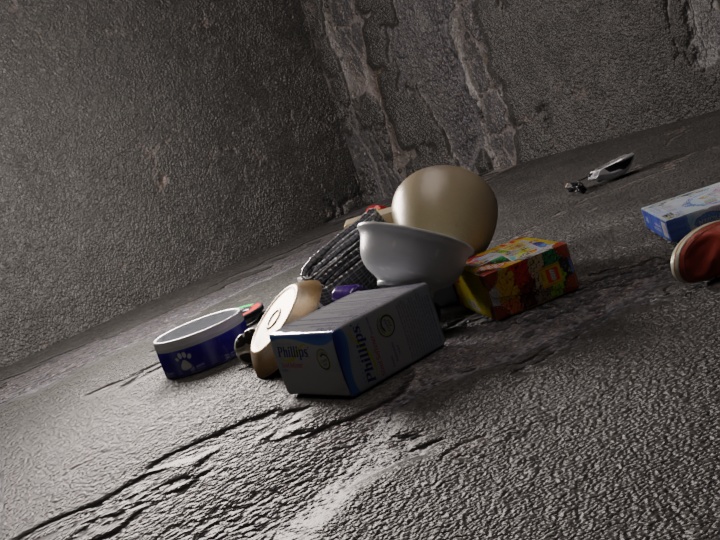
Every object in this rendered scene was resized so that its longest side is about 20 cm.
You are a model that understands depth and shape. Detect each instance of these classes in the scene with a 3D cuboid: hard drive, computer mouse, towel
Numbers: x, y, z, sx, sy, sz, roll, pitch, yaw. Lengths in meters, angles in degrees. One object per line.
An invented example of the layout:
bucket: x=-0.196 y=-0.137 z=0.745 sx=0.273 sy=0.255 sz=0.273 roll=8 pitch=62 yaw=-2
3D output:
hard drive: x=0.130 y=0.038 z=1.813 sx=0.198 sy=0.043 sz=0.134 roll=-13 pitch=10 yaw=41
computer mouse: x=0.631 y=-0.247 z=2.510 sx=0.198 sy=0.044 sz=0.110 roll=-27 pitch=4 yaw=-6
towel: x=0.000 y=0.000 z=1.847 sx=0.199 sy=0.086 sz=0.166 roll=-38 pitch=-34 yaw=0

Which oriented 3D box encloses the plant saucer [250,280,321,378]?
plant saucer: x=-0.142 y=0.094 z=1.719 sx=0.201 sy=0.035 sz=0.201 roll=-48 pitch=20 yaw=24

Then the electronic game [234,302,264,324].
electronic game: x=-0.330 y=0.122 z=2.369 sx=0.197 sy=0.042 sz=0.200 roll=-20 pitch=8 yaw=3

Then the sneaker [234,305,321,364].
sneaker: x=-0.149 y=0.115 z=1.863 sx=0.197 sy=0.082 sz=0.083 roll=-19 pitch=2 yaw=11

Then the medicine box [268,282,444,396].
medicine box: x=-0.006 y=0.105 z=1.479 sx=0.198 sy=0.105 sz=0.181 roll=-26 pitch=10 yaw=-35

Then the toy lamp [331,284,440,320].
toy lamp: x=0.037 y=0.060 z=1.618 sx=0.197 sy=0.059 sz=0.058 roll=10 pitch=24 yaw=35

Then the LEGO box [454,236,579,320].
LEGO box: x=0.248 y=0.009 z=1.594 sx=0.147 sy=0.078 sz=0.200 roll=-21 pitch=8 yaw=-9

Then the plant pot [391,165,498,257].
plant pot: x=0.149 y=-0.068 z=1.735 sx=0.197 sy=0.202 sz=0.136 roll=-16 pitch=36 yaw=19

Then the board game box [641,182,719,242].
board game box: x=0.600 y=-0.109 z=1.655 sx=0.196 sy=0.044 sz=0.200 roll=-19 pitch=8 yaw=8

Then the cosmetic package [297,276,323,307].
cosmetic package: x=-0.019 y=0.031 z=1.990 sx=0.197 sy=0.109 sz=0.085 roll=-19 pitch=4 yaw=-10

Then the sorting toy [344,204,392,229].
sorting toy: x=0.101 y=-0.075 z=2.050 sx=0.197 sy=0.199 sz=0.070 roll=-14 pitch=42 yaw=31

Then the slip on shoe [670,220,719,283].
slip on shoe: x=0.508 y=-0.033 z=1.296 sx=0.197 sy=0.075 sz=0.061 roll=-16 pitch=10 yaw=-9

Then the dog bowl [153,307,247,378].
dog bowl: x=-0.332 y=0.152 z=2.040 sx=0.197 sy=0.080 sz=0.200 roll=-19 pitch=8 yaw=3

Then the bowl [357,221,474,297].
bowl: x=0.081 y=-0.010 z=1.568 sx=0.197 sy=0.092 sz=0.201 roll=13 pitch=-6 yaw=1
